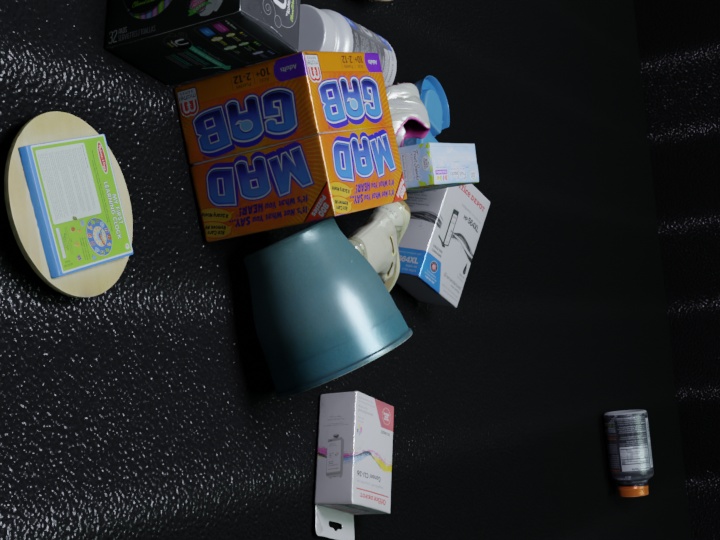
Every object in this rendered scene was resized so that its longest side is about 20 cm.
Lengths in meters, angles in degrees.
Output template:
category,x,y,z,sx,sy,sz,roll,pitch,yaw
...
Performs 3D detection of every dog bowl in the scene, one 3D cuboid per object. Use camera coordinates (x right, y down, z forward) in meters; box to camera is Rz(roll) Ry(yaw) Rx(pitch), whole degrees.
category,x,y,z,sx,sy,sz,roll,pitch,yaw
dog bowl,0.108,-0.243,1.990,0.111,0.049,0.202,38,52,-51

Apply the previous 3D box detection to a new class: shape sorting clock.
category,x,y,z,sx,sy,sz,roll,pitch,yaw
shape sorting clock,-0.311,-0.070,1.219,0.200,0.039,0.202,26,59,-56

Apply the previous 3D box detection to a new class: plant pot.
category,x,y,z,sx,sy,sz,roll,pitch,yaw
plant pot,-0.060,0.040,1.502,0.200,0.199,0.189,-30,95,-59

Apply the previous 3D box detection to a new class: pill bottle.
category,x,y,z,sx,sy,sz,roll,pitch,yaw
pill bottle,-0.039,-0.320,1.683,0.200,0.113,0.115,10,74,-60
pill bottle,0.643,0.438,2.713,0.106,0.106,0.202,2,82,-60

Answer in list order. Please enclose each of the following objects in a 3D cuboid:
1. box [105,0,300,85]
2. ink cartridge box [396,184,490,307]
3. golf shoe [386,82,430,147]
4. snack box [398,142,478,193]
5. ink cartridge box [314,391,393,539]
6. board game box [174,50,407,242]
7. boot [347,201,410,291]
category,x,y,z,sx,sy,sz,roll,pitch,yaw
box,-0.183,-0.325,1.343,0.124,0.199,0.150,24,62,-56
ink cartridge box,0.128,-0.060,1.900,0.146,0.084,0.201,36,69,-51
golf shoe,0.016,-0.216,1.704,0.092,0.199,0.075,60,-21,21
snack box,0.056,-0.148,1.723,0.168,0.199,0.068,-10,91,-60
ink cartridge box,-0.008,0.286,1.639,0.116,0.067,0.202,30,58,-55
board game box,-0.086,-0.163,1.473,0.200,0.199,0.202,-18,97,-60
boot,0.000,0.000,1.677,0.155,0.072,0.201,-46,160,-42
